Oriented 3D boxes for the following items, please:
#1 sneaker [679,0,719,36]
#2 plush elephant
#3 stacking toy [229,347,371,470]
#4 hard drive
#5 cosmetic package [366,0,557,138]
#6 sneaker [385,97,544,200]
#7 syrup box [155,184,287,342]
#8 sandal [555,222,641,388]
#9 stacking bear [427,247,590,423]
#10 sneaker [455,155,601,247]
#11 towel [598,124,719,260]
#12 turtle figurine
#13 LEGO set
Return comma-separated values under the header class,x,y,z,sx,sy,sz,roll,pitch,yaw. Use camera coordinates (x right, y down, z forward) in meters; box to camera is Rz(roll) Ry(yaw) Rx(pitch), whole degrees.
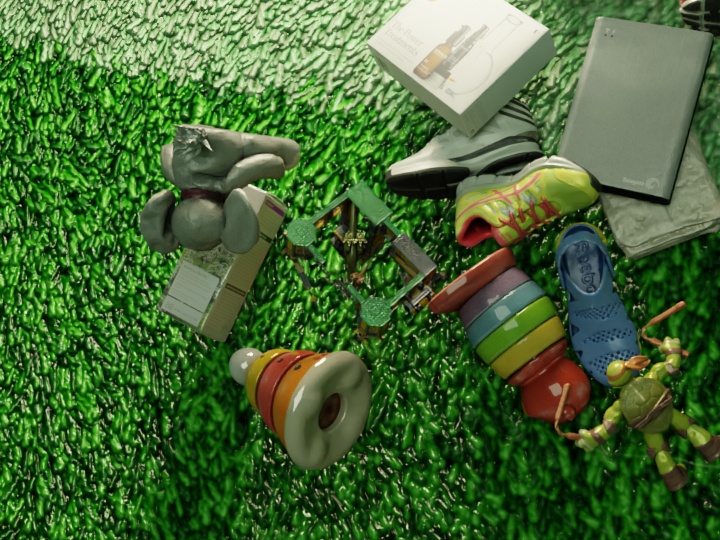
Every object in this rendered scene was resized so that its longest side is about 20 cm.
class,x,y,z,sx,sy,sz,roll,pitch,yaw
sneaker,0.466,-0.339,1.153,0.196,0.077,0.086,-15,62,9
plush elephant,-0.179,-0.092,1.198,0.162,0.200,0.158,10,98,16
stacking toy,-0.097,0.146,1.228,0.198,0.145,0.148,20,85,38
hard drive,0.317,-0.187,1.152,0.137,0.033,0.203,15,83,23
cosmetic package,0.122,-0.276,1.230,0.150,0.052,0.200,-42,53,-5
sneaker,0.124,-0.163,1.239,0.197,0.076,0.117,-11,66,9
syrup box,-0.181,-0.018,1.303,0.078,0.081,0.203,24,85,21
sandal,0.265,0.035,1.129,0.078,0.087,0.203,-20,74,13
stacking bear,0.187,0.086,1.139,0.113,0.121,0.201,-38,78,16
sneaker,0.190,-0.068,1.153,0.198,0.078,0.091,-12,49,45
towel,0.339,-0.122,1.164,0.131,0.034,0.203,-19,71,14
turtle figurine,0.321,0.145,1.067,0.200,0.064,0.162,-44,96,-5
LEGO set,0.000,0.000,1.209,0.199,0.116,0.154,39,67,11
